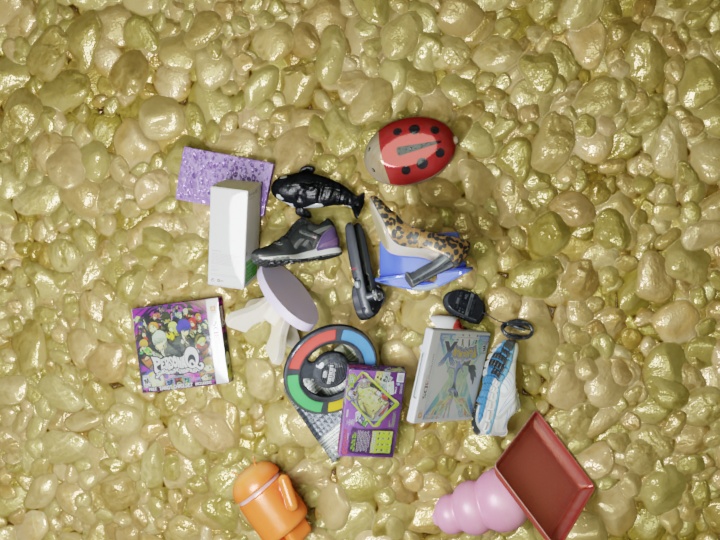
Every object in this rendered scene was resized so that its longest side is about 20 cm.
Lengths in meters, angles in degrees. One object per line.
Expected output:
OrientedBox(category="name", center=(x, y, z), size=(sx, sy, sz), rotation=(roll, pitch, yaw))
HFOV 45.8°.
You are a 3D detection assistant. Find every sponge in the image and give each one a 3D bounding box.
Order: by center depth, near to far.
OrientedBox(category="sponge", center=(-0.285, -0.188, 1.793), size=(0.196, 0.030, 0.114), rotation=(11, 95, 5))

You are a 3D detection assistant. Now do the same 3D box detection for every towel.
OrientedBox(category="towel", center=(-0.035, 0.268, 1.789), size=(0.199, 0.035, 0.194), rotation=(-37, 85, 10))

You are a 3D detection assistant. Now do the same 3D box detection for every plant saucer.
OrientedBox(category="plant saucer", center=(0.357, 0.412, 1.685), size=(0.201, 0.199, 0.037), rotation=(53, 134, 1))

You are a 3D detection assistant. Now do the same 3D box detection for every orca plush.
OrientedBox(category="orca plush", center=(-0.093, -0.152, 1.750), size=(0.197, 0.071, 0.107), rotation=(26, 96, 5))

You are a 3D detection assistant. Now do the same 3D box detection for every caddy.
OrientedBox(category="caddy", center=(0.123, -0.013, 1.696), size=(0.196, 0.141, 0.107), rotation=(-7, 89, 8))

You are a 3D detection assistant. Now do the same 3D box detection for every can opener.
OrientedBox(category="can opener", center=(0.000, 0.000, 1.745), size=(0.077, 0.063, 0.204), rotation=(-13, 87, 28))

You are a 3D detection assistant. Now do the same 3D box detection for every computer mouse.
OrientedBox(category="computer mouse", center=(0.259, 0.095, 1.742), size=(0.197, 0.034, 0.059), rotation=(24, 66, 1))

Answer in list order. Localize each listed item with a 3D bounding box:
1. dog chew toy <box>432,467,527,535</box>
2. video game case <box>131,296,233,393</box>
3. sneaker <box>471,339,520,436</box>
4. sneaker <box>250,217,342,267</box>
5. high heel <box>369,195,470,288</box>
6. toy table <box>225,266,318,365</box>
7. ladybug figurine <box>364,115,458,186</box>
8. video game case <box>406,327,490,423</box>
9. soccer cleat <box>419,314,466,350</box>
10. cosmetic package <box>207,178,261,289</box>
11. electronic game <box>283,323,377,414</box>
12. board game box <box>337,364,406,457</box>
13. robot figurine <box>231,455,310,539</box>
OrientedBox(category="dog chew toy", center=(0.239, 0.476, 1.721), size=(0.197, 0.124, 0.127), rotation=(-21, 90, 15))
OrientedBox(category="video game case", center=(-0.380, 0.159, 1.820), size=(0.196, 0.036, 0.185), rotation=(-7, 91, 8))
OrientedBox(category="sneaker", center=(0.292, 0.242, 1.733), size=(0.085, 0.075, 0.203), rotation=(17, 92, -21))
OrientedBox(category="sneaker", center=(-0.136, -0.060, 1.733), size=(0.197, 0.075, 0.089), rotation=(-8, 84, -32))
OrientedBox(category="high heel", center=(0.111, -0.079, 1.613), size=(0.141, 0.072, 0.202), rotation=(-26, 73, -13))
OrientedBox(category="toy table", center=(-0.172, 0.087, 1.732), size=(0.182, 0.201, 0.118), rotation=(28, 109, -28))
OrientedBox(category="ladybug figurine", center=(0.101, -0.243, 1.721), size=(0.197, 0.072, 0.138), rotation=(-16, 91, 7))
OrientedBox(category="video game case", center=(0.177, 0.207, 1.685), size=(0.022, 0.198, 0.186), rotation=(16, 96, 42))
OrientedBox(category="soccer cleat", center=(0.154, 0.189, 1.744), size=(0.084, 0.068, 0.204), rotation=(16, 94, 18))
OrientedBox(category="cosmetic package", center=(-0.257, -0.077, 1.738), size=(0.083, 0.108, 0.204), rotation=(8, 107, 8))
OrientedBox(category="electronic game", center=(-0.059, 0.199, 1.708), size=(0.196, 0.042, 0.203), rotation=(-9, 117, -17))
OrientedBox(category="board game box", center=(0.021, 0.287, 1.731), size=(0.118, 0.032, 0.203), rotation=(2, 112, -14))
OrientedBox(category="robot figurine", center=(-0.187, 0.482, 1.772), size=(0.116, 0.144, 0.201), rotation=(-36, 88, -15))
